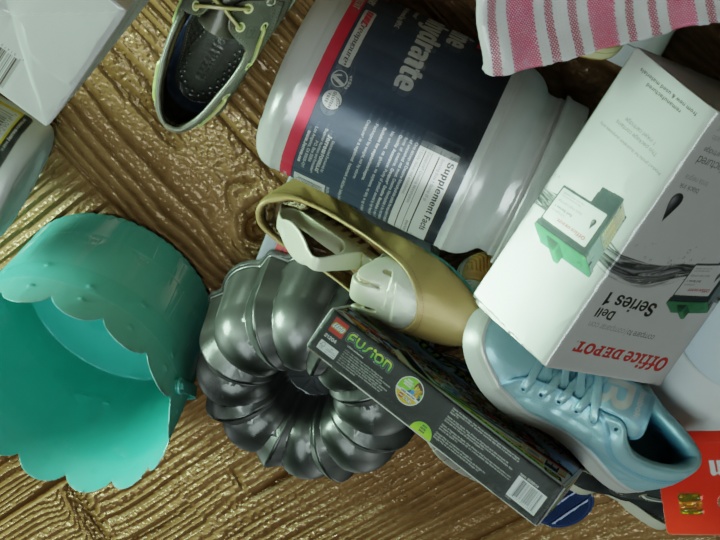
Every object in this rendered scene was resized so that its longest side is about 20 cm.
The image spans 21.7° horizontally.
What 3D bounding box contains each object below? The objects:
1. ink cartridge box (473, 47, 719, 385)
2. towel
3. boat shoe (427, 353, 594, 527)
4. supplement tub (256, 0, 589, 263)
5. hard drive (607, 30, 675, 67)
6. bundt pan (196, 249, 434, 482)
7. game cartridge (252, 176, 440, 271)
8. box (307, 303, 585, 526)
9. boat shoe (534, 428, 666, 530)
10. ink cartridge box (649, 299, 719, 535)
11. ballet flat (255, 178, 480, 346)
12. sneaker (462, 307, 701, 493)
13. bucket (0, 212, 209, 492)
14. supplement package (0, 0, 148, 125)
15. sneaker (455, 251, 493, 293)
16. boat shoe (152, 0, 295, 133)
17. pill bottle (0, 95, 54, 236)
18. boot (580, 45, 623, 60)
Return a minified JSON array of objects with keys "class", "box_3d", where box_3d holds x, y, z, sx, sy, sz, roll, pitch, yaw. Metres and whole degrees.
[{"class":"ink cartridge box","box_3d":[0.188,-0.029,1.230,0.084,0.146,0.201,46,113,37]},{"class":"towel","box_3d":[0.164,-0.201,1.135,0.199,0.030,0.147,-15,127,-10]},{"class":"boat shoe","box_3d":[0.103,0.123,1.459,0.072,0.073,0.200,-34,123,16]},{"class":"supplement tub","box_3d":[0.041,-0.098,1.288,0.199,0.141,0.141,25,131,2]},{"class":"hard drive","box_3d":[0.170,-0.232,1.210,0.131,0.027,0.200,26,131,2]},{"class":"bundt pan","box_3d":[-0.040,0.086,1.462,0.201,0.076,0.203,10,129,13]},{"class":"game cartridge","box_3d":[-0.013,-0.002,1.455,0.133,0.041,0.200,23,131,-1]},{"class":"box","box_3d":[0.062,0.096,1.316,0.200,0.110,0.035,37,100,10]},{"class":"boat shoe","box_3d":[0.201,0.138,1.420,0.067,0.072,0.200,-25,142,37]},{"class":"ink cartridge box","box_3d":[0.255,0.096,1.318,0.160,0.047,0.201,-5,98,41]},{"class":"ballet flat","box_3d":[0.000,0.000,1.329,0.200,0.063,0.069,36,129,35]},{"class":"sneaker","box_3d":[0.159,0.082,1.287,0.200,0.074,0.082,36,149,-27]},{"class":"bucket","box_3d":[-0.222,0.063,1.522,0.206,0.135,0.208,12,129,15]},{"class":"supplement package","box_3d":[-0.191,-0.217,1.251,0.121,0.200,0.120,36,130,-7]},{"class":"sneaker","box_3d":[0.115,0.053,1.384,0.087,0.076,0.200,-10,147,38]},{"class":"boat shoe","box_3d":[-0.094,-0.180,1.333,0.072,0.060,0.202,29,131,-2]},{"class":"pill bottle","box_3d":[-0.348,-0.112,1.455,0.199,0.111,0.111,30,131,-1]},{"class":"boot","box_3d":[0.124,-0.237,1.163,0.200,0.073,0.155,40,129,-6]}]
